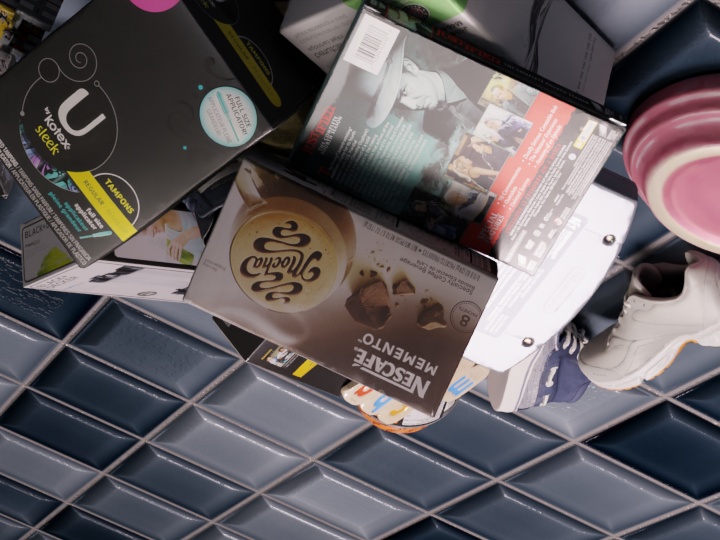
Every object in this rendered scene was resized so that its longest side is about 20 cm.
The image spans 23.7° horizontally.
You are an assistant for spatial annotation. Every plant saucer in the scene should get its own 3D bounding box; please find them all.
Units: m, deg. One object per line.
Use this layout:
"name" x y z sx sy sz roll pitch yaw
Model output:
"plant saucer" 0.295 -0.069 1.308 0.198 0.051 0.201 14 151 8

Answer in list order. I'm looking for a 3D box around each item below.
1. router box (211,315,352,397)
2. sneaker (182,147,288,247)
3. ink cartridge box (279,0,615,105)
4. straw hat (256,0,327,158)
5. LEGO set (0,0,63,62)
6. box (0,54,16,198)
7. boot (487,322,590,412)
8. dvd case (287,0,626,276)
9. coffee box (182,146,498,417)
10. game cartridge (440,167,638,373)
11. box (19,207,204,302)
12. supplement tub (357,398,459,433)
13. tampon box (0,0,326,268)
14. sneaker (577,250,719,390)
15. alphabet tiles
"router box" 0.000 0.000 1.345 0.052 0.200 0.157 48 -170 29
"sneaker" -0.120 -0.057 1.368 0.198 0.085 0.075 15 153 36
"ink cartridge box" 0.065 -0.164 1.233 0.145 0.085 0.200 -15 138 43
"straw hat" -0.037 -0.118 1.365 0.199 0.086 0.202 13 151 7
"LEGO set" -0.259 -0.240 1.243 0.153 0.117 0.199 31 148 -23
"box" -0.383 -0.164 1.475 0.162 0.087 0.201 12 150 8
"boot" 0.179 0.060 1.594 0.089 0.073 0.201 -4 147 -12
"dvd case" 0.065 -0.090 1.193 0.198 0.022 0.147 23 127 -8
"coffee box" -0.012 0.007 1.226 0.198 0.114 0.080 26 -170 -2
"game cartridge" 0.115 -0.011 1.287 0.132 0.041 0.201 25 128 -14
"box" -0.198 -0.017 1.573 0.199 0.061 0.116 8 162 -42
"supplement tub" 0.049 0.069 1.604 0.121 0.124 0.201 17 151 1
"tampon box" -0.154 -0.128 1.255 0.199 0.126 0.150 -34 97 27
"sneaker" 0.252 0.035 1.500 0.092 0.076 0.199 38 137 -19
"alphabet tiles" 0.079 0.058 1.438 0.195 0.015 0.200 -37 154 8
